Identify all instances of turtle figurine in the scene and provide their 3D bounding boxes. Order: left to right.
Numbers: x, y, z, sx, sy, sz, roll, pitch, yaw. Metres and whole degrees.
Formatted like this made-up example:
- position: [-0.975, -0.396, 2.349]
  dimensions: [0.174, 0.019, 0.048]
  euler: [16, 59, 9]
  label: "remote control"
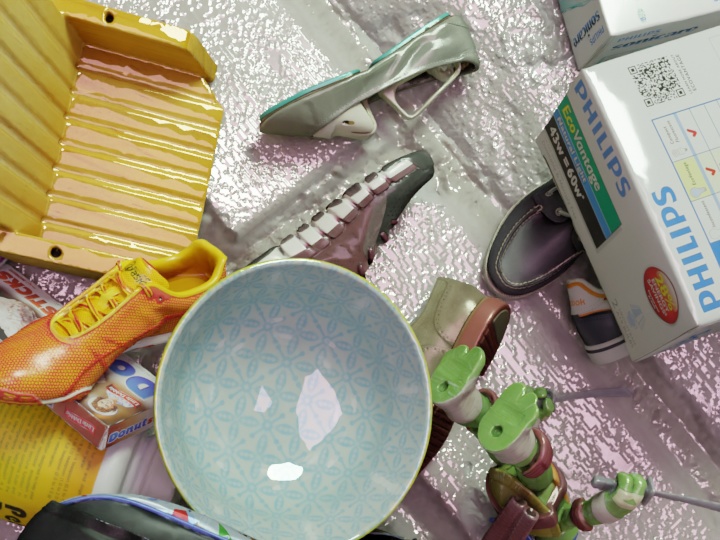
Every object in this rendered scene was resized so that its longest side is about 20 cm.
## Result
- position: [0.152, 0.122, 0.733]
  dimensions: [0.198, 0.194, 0.145]
  euler: [-26, 42, 21]
  label: "turtle figurine"

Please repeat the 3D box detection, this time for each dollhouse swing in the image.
- position: [-0.192, -0.104, 0.713]
  dimensions: [0.179, 0.176, 0.203]
  euler: [13, 80, -13]
  label: "dollhouse swing"

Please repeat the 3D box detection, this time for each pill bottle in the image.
- position: [-0.230, 0.137, 0.722]
  dimensions: [0.197, 0.109, 0.111]
  euler: [18, 80, -2]
  label: "pill bottle"

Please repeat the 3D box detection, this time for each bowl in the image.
- position: [-0.057, 0.098, 0.709]
  dimensions: [0.197, 0.108, 0.203]
  euler: [2, 83, -18]
  label: "bowl"

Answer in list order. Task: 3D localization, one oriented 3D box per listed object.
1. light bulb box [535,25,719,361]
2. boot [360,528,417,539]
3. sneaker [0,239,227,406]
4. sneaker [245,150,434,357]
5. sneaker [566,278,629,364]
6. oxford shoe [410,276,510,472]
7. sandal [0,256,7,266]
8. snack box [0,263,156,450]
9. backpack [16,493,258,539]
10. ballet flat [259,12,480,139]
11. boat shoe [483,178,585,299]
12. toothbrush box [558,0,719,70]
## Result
- position: [0.267, -0.065, 0.717]
  dimensions: [0.198, 0.125, 0.200]
  euler: [-18, 76, -11]
  label: "light bulb box"
- position: [0.035, 0.240, 0.737]
  dimensions: [0.198, 0.097, 0.076]
  euler: [20, 81, -2]
  label: "boot"
- position: [-0.179, 0.029, 0.683]
  dimensions: [0.073, 0.078, 0.199]
  euler: [33, 42, 25]
  label: "sneaker"
- position: [0.000, 0.000, 0.788]
  dimensions: [0.199, 0.076, 0.116]
  euler: [-36, 91, 1]
  label: "sneaker"
- position: [0.264, -0.001, 0.802]
  dimensions: [0.198, 0.078, 0.080]
  euler: [-27, 90, -7]
  label: "sneaker"
- position: [0.042, 0.098, 0.785]
  dimensions: [0.074, 0.071, 0.201]
  euler: [30, 81, 27]
  label: "oxford shoe"
- position: [-0.291, -0.103, 0.761]
  dimensions: [0.082, 0.049, 0.206]
  euler: [13, 72, -43]
  label: "sandal"
- position: [-0.230, 0.059, 0.718]
  dimensions: [0.199, 0.072, 0.025]
  euler: [32, 117, 23]
  label: "snack box"
- position: [-0.128, 0.223, 0.573]
  dimensions: [0.189, 0.154, 0.202]
  euler: [30, 70, -5]
  label: "backpack"
- position: [0.012, -0.146, 0.808]
  dimensions: [0.198, 0.067, 0.064]
  euler: [-30, 92, -8]
  label: "ballet flat"
- position: [0.182, -0.055, 0.810]
  dimensions: [0.200, 0.063, 0.073]
  euler: [-41, 86, -10]
  label: "boat shoe"
- position: [0.240, -0.295, 0.839]
  dimensions: [0.144, 0.085, 0.203]
  euler: [-15, 83, -8]
  label: "toothbrush box"
